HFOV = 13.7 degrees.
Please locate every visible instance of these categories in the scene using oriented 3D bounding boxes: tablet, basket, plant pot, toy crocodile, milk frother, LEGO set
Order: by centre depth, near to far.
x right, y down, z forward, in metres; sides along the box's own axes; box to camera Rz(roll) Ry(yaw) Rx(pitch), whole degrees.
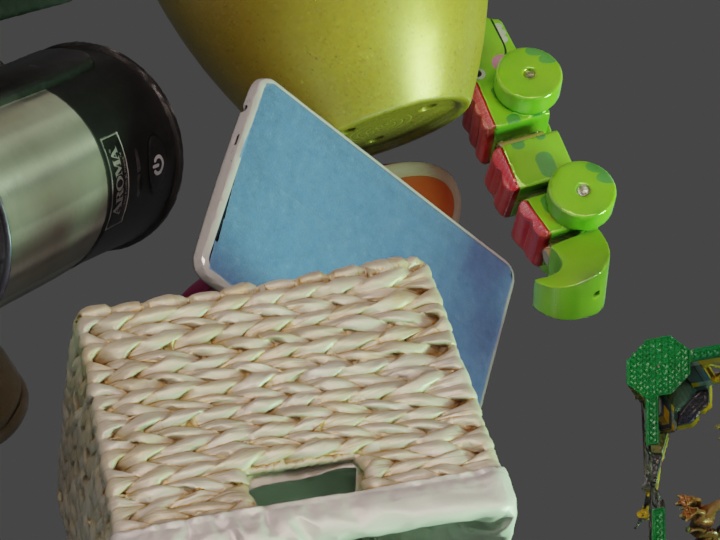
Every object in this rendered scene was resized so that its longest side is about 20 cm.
[{"bbox_3d":[-0.045,0.117,1.464,0.197,0.200,0.161,-9,57,-14],"label":"basket"},{"bbox_3d":[-0.229,-0.064,1.563,0.188,0.199,0.181,-31,106,-61],"label":"milk frother"},{"bbox_3d":[0.218,0.127,1.569,0.153,0.116,0.201,-18,53,15],"label":"LEGO set"},{"bbox_3d":[0.000,0.000,1.588,0.200,0.014,0.130,37,53,-29],"label":"tablet"},{"bbox_3d":[-0.008,-0.142,1.657,0.199,0.200,0.142,-17,80,-18],"label":"plant pot"},{"bbox_3d":[0.094,-0.058,1.673,0.062,0.068,0.200,-14,61,-15],"label":"toy crocodile"}]

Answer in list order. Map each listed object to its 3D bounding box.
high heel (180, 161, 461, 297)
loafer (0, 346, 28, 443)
[{"bbox_3d":[-0.029,-0.005,1.640,0.200,0.096,0.068,-27,95,-45],"label":"high heel"},{"bbox_3d":[-0.266,0.026,1.569,0.199,0.068,0.076,20,57,5],"label":"loafer"}]
